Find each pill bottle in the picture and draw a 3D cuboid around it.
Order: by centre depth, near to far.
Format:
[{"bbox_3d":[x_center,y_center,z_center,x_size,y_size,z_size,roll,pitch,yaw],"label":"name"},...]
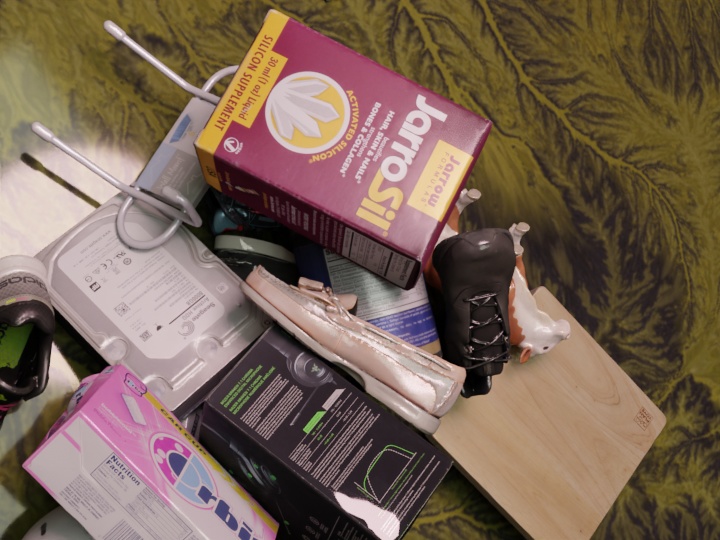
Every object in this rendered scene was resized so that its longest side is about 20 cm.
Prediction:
[{"bbox_3d":[0.000,0.000,0.986,0.111,0.112,0.202,-14,91,-24],"label":"pill bottle"}]

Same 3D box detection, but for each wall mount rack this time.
[{"bbox_3d":[-0.182,-0.128,0.986,0.173,0.075,0.201,25,73,23],"label":"wall mount rack"}]

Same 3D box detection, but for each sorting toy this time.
[{"bbox_3d":[0.180,0.159,1.132,0.200,0.069,0.199,46,67,-9],"label":"sorting toy"}]

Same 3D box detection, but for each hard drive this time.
[{"bbox_3d":[-0.185,0.027,0.976,0.139,0.038,0.200,-40,70,-23],"label":"hard drive"}]

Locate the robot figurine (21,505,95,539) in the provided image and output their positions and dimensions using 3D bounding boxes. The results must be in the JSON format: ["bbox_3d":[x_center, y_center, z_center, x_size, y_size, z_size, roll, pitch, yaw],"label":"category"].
[{"bbox_3d":[-0.194,0.278,0.892,0.124,0.150,0.201,-30,89,-38],"label":"robot figurine"}]

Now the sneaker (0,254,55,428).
[{"bbox_3d":[-0.301,0.090,0.895,0.073,0.087,0.201,19,107,-36],"label":"sneaker"}]

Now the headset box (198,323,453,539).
[{"bbox_3d":[-0.045,0.164,0.929,0.199,0.175,0.093,35,59,11],"label":"headset box"}]

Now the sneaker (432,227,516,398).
[{"bbox_3d":[0.104,0.039,0.960,0.075,0.201,0.091,-11,56,-4],"label":"sneaker"}]

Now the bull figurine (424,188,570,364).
[{"bbox_3d":[0.119,0.001,1.075,0.199,0.122,0.065,33,42,29],"label":"bull figurine"}]

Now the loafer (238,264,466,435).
[{"bbox_3d":[-0.005,0.052,0.905,0.199,0.072,0.063,37,89,5],"label":"loafer"}]

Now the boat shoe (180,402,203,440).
[{"bbox_3d":[-0.175,0.123,0.992,0.067,0.072,0.202,6,65,10],"label":"boat shoe"}]

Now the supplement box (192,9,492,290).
[{"bbox_3d":[-0.015,-0.093,0.888,0.198,0.103,0.132,27,77,3],"label":"supplement box"}]

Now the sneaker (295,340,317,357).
[{"bbox_3d":[-0.016,0.150,1.050,0.201,0.074,0.079,57,31,-9],"label":"sneaker"}]

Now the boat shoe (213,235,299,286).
[{"bbox_3d":[-0.049,0.016,1.061,0.198,0.074,0.061,14,82,-24],"label":"boat shoe"}]

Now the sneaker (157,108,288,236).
[{"bbox_3d":[-0.106,-0.065,1.060,0.199,0.079,0.096,32,75,-4],"label":"sneaker"}]

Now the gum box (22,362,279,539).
[{"bbox_3d":[-0.159,0.171,0.858,0.066,0.114,0.200,-42,97,11],"label":"gum box"}]
